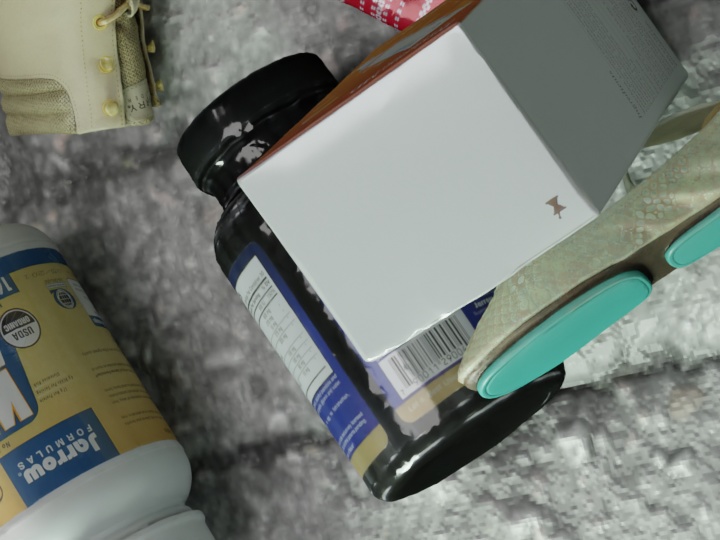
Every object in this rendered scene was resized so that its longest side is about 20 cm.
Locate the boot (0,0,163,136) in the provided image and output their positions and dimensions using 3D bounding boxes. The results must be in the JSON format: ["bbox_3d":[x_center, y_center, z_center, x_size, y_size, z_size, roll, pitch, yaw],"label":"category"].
[{"bbox_3d":[-0.119,-0.152,1.344,0.199,0.073,0.157,-11,98,29],"label":"boot"}]

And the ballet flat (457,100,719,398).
[{"bbox_3d":[0.119,-0.019,1.184,0.199,0.067,0.063,-34,68,2],"label":"ballet flat"}]

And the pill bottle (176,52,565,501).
[{"bbox_3d":[0.000,0.000,1.268,0.112,0.112,0.201,-42,75,33],"label":"pill bottle"}]

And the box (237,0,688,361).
[{"bbox_3d":[0.050,-0.063,1.147,0.124,0.200,0.098,-34,97,26],"label":"box"}]

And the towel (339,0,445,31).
[{"bbox_3d":[0.036,-0.179,1.245,0.199,0.022,0.145,27,115,18],"label":"towel"}]

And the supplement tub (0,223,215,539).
[{"bbox_3d":[-0.178,0.092,1.389,0.145,0.144,0.201,-42,76,33],"label":"supplement tub"}]
